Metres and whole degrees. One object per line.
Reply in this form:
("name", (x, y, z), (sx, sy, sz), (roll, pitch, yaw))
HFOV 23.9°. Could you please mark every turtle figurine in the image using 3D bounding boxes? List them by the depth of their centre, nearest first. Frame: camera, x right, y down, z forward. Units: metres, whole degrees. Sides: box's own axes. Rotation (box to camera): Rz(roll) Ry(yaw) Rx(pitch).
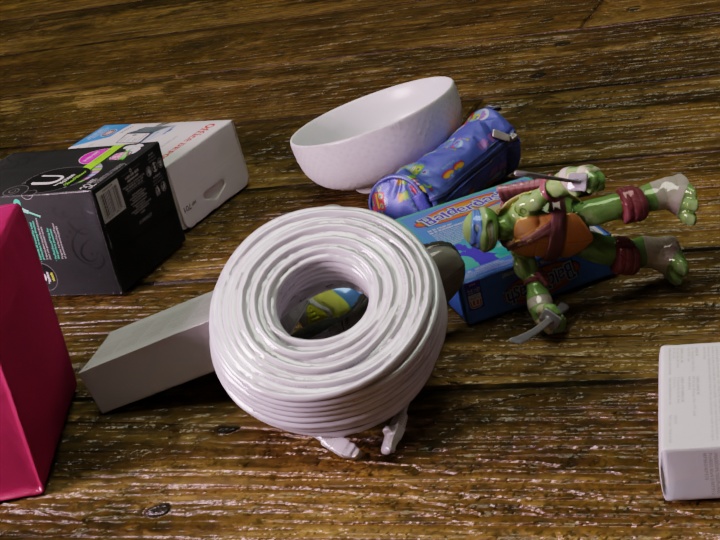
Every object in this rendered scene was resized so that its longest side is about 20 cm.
("turtle figurine", (0.195, -0.017, 1.453), (0.193, 0.144, 0.200), (-5, 0, -12))

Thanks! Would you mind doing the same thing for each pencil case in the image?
("pencil case", (0.096, -0.101, 1.787), (0.087, 0.078, 0.200), (-24, 10, 47))

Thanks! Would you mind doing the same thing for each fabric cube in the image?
("fabric cube", (-0.378, 0.082, 1.479), (0.200, 0.197, 0.199), (-11, 24, 5))

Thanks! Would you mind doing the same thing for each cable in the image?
("cable", (-0.029, 0.039, 1.384), (0.200, 0.069, 0.200), (17, 61, 22))

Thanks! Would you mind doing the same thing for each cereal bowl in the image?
("cereal bowl", (0.025, -0.142, 1.903), (0.200, 0.083, 0.200), (-19, 16, 5))

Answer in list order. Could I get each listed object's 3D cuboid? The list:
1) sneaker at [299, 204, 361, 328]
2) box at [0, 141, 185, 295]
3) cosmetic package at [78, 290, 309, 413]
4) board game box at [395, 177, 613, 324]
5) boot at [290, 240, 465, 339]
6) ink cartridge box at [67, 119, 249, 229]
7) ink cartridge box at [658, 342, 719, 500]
("sneaker", (0.000, 0.000, 1.634), (0.105, 0.076, 0.200), (2, 32, 6))
("box", (-0.323, -0.055, 1.861), (0.200, 0.125, 0.149), (-2, 23, 27))
("cosmetic package", (-0.149, 0.061, 1.525), (0.200, 0.051, 0.083), (-21, 16, 23))
("board game box", (0.134, -0.024, 1.627), (0.152, 0.045, 0.200), (-19, 24, -10))
("boot", (0.031, 0.063, 1.453), (0.200, 0.068, 0.131), (-35, 31, -10))
("ink cartridge box", (-0.257, -0.112, 2.013), (0.200, 0.086, 0.146), (-1, 26, 32))
("ink cartridge box", (0.317, 0.103, 1.234), (0.200, 0.047, 0.160), (-3, 24, 12))
